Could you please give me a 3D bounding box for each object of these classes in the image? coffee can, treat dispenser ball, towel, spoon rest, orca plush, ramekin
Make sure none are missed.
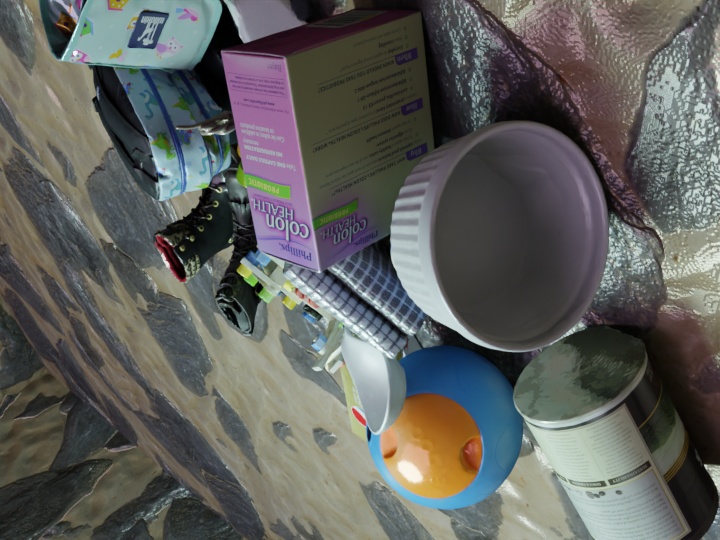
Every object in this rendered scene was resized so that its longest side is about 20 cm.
[{"bbox_3d":[0.268,0.182,0.918,0.146,0.146,0.201,-2,126,55],"label":"coffee can"},{"bbox_3d":[0.105,0.197,1.107,0.200,0.201,0.202,34,150,23],"label":"treat dispenser ball"},{"bbox_3d":[0.000,0.000,1.032,0.165,0.086,0.200,36,-166,-8],"label":"towel"},{"bbox_3d":[0.012,0.113,1.051,0.201,0.060,0.101,-104,23,-59],"label":"spoon rest"},{"bbox_3d":[-0.105,-0.261,0.955,0.199,0.106,0.071,33,-179,20],"label":"orca plush"},{"bbox_3d":[0.120,-0.033,0.805,0.201,0.200,0.105,57,159,-20],"label":"ramekin"}]

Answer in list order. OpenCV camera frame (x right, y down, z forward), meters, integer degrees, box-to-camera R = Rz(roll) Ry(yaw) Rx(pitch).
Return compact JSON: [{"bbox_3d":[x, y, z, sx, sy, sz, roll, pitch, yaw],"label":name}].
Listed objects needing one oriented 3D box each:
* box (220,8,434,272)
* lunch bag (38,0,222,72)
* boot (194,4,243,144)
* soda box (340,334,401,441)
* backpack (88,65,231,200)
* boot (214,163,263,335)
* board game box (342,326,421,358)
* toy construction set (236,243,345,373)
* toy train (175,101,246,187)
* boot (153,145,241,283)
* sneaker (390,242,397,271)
[{"bbox_3d":[-0.022,-0.131,0.843,0.096,0.175,0.203,17,125,43],"label":"box"},{"bbox_3d":[-0.231,-0.306,0.889,0.121,0.169,0.203,19,110,40],"label":"lunch bag"},{"bbox_3d":[-0.154,-0.221,1.060,0.200,0.076,0.170,39,148,30],"label":"boot"},{"bbox_3d":[0.021,0.172,1.261,0.064,0.068,0.202,27,146,30],"label":"soda box"},{"bbox_3d":[-0.236,-0.177,1.027,0.201,0.151,0.165,-112,23,-43],"label":"backpack"},{"bbox_3d":[-0.160,-0.026,1.207,0.068,0.176,0.201,3,143,20],"label":"boot"},{"bbox_3d":[0.011,0.073,1.256,0.125,0.035,0.201,-1,127,54],"label":"board game box"},{"bbox_3d":[-0.075,0.035,1.138,0.201,0.092,0.131,54,174,-15],"label":"toy construction set"},{"bbox_3d":[-0.116,-0.136,0.944,0.085,0.198,0.117,51,144,27],"label":"toy train"},{"bbox_3d":[-0.229,-0.086,1.263,0.073,0.151,0.201,31,149,25],"label":"boot"},{"bbox_3d":[0.071,-0.013,0.928,0.110,0.198,0.078,13,94,41],"label":"sneaker"}]
